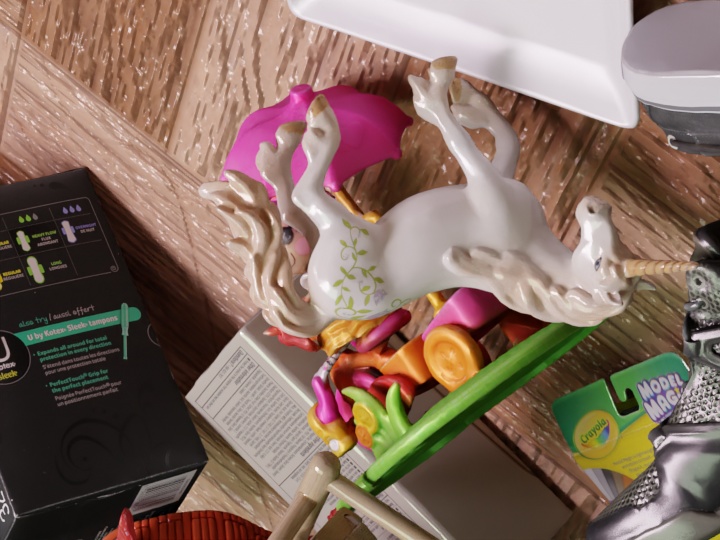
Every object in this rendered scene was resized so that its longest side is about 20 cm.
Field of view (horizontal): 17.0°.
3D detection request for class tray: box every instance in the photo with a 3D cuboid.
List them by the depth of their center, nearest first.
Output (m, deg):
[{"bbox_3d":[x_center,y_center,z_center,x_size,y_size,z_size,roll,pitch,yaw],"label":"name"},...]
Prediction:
[{"bbox_3d":[0.043,-0.138,1.088,0.199,0.022,0.108,22,139,31],"label":"tray"}]

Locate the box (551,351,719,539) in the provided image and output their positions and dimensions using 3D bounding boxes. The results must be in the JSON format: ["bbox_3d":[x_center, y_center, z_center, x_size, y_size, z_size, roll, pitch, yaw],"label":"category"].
[{"bbox_3d":[0.190,0.120,1.178,0.200,0.048,0.117,49,146,-9],"label":"box"}]

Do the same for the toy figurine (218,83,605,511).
[{"bbox_3d":[0.000,0.000,1.189,0.184,0.150,0.200,54,140,8],"label":"toy figurine"}]

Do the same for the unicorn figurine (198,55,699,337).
[{"bbox_3d":[0.040,-0.024,1.080,0.074,0.199,0.138,28,-139,-73],"label":"unicorn figurine"}]

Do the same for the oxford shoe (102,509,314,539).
[{"bbox_3d":[-0.069,0.184,1.413,0.199,0.072,0.072,9,161,-27],"label":"oxford shoe"}]

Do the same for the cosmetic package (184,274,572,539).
[{"bbox_3d":[0.008,0.101,1.327,0.200,0.073,0.104,45,147,1],"label":"cosmetic package"}]

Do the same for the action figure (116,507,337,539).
[{"bbox_3d":[-0.039,0.162,1.300,0.199,0.065,0.099,17,128,4],"label":"action figure"}]

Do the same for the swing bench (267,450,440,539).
[{"bbox_3d":[0.017,0.221,1.176,0.199,0.130,0.200,33,154,7],"label":"swing bench"}]

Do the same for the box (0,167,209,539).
[{"bbox_3d":[-0.195,0.068,1.399,0.201,0.124,0.149,64,150,20],"label":"box"}]

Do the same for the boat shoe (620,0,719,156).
[{"bbox_3d":[0.193,-0.070,0.968,0.200,0.069,0.057,14,143,46],"label":"boat shoe"}]

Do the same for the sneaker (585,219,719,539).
[{"bbox_3d":[0.160,0.049,1.070,0.199,0.076,0.114,-43,83,27],"label":"sneaker"}]
